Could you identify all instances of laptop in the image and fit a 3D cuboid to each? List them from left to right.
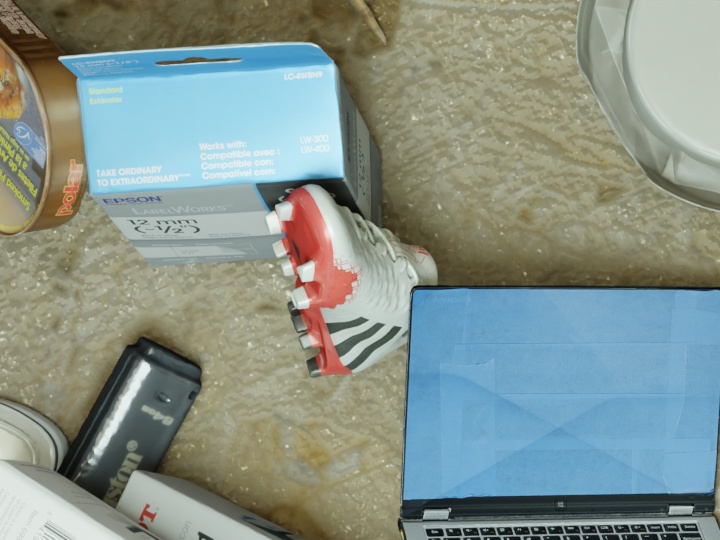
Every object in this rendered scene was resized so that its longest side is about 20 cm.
[{"bbox_3d":[0.124,0.118,1.356,0.187,0.116,0.200,0,43,-14],"label":"laptop"}]

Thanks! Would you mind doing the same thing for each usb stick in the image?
[{"bbox_3d":[-0.158,0.135,1.468,0.055,0.033,0.200,28,91,-26],"label":"usb stick"}]

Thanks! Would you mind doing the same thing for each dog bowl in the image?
[{"bbox_3d":[0.222,-0.127,1.418,0.200,0.059,0.200,0,87,9],"label":"dog bowl"}]

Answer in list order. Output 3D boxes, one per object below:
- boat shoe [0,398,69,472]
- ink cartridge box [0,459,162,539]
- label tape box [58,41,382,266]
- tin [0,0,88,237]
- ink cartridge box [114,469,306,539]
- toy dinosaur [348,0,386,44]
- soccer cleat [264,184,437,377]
[{"bbox_3d":[-0.272,0.098,1.476,0.200,0.066,0.072,14,88,9],"label":"boat shoe"},{"bbox_3d":[-0.137,0.213,1.346,0.200,0.085,0.146,30,91,23],"label":"ink cartridge box"},{"bbox_3d":[-0.072,-0.062,1.385,0.143,0.200,0.066,-3,75,9],"label":"label tape box"},{"bbox_3d":[-0.216,-0.100,1.443,0.200,0.042,0.112,46,128,36],"label":"tin"},{"bbox_3d":[-0.062,0.220,1.410,0.200,0.086,0.147,25,89,19],"label":"ink cartridge box"},{"bbox_3d":[-0.018,-0.243,1.461,0.106,0.060,0.200,12,89,8],"label":"toy dinosaur"},{"bbox_3d":[0.000,0.000,1.380,0.085,0.200,0.069,-19,66,-5],"label":"soccer cleat"}]
